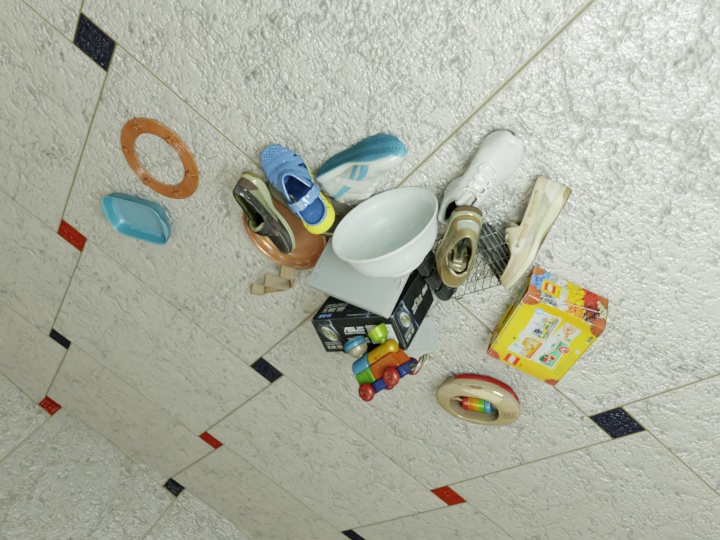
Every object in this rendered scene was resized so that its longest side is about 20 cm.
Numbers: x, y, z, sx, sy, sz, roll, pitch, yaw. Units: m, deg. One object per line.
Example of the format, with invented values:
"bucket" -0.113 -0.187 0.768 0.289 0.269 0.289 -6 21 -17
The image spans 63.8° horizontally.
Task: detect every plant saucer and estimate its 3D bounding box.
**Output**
"plant saucer" -0.156 -0.089 1.227 0.198 0.038 0.202 16 136 16

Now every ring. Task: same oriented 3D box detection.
"ring" -0.443 -0.238 1.265 0.198 0.019 0.202 17 136 17

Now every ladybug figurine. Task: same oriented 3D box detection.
"ladybug figurine" 0.271 0.287 1.310 0.198 0.072 0.137 7 132 25

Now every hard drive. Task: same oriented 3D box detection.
"hard drive" 0.000 0.000 1.119 0.199 0.133 0.026 19 168 37

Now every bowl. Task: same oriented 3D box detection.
"bowl" 0.056 -0.052 1.021 0.199 0.202 0.091 -3 131 32

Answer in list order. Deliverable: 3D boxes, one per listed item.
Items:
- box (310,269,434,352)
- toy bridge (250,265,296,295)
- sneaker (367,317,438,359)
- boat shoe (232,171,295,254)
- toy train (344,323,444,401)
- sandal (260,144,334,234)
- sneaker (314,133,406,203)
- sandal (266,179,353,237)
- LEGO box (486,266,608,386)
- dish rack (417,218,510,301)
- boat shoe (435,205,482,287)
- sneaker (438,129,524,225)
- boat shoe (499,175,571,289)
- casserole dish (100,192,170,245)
"box" 0.027 0.082 1.184 0.198 0.164 0.087 -6 120 35
"toy bridge" -0.193 0.029 1.344 0.067 0.028 0.199 12 161 -28
"sneaker" 0.081 0.157 1.209 0.117 0.200 0.075 -16 97 35
"boat shoe" -0.195 -0.101 1.148 0.073 0.065 0.201 11 142 41
"toy train" 0.056 0.145 1.051 0.200 0.084 0.116 -40 74 36
"sandal" -0.121 -0.162 1.060 0.200 0.079 0.087 50 -177 21
"sneaker" 0.010 -0.179 1.029 0.199 0.077 0.081 -12 130 45
"sandal" -0.094 -0.134 1.116 0.199 0.082 0.055 36 163 5
"LEGO box" 0.349 0.111 1.096 0.148 0.077 0.201 25 138 6
"dish rack" 0.194 -0.022 1.080 0.199 0.055 0.154 -20 119 38
"boat shoe" 0.163 -0.020 0.982 0.071 0.077 0.201 4 146 7
"sneaker" 0.195 -0.142 0.941 0.074 0.087 0.200 33 137 -1
"boat shoe" 0.276 -0.061 0.967 0.065 0.072 0.201 29 121 12
"casserole dish" -0.541 -0.130 1.408 0.198 0.039 0.122 14 135 17
